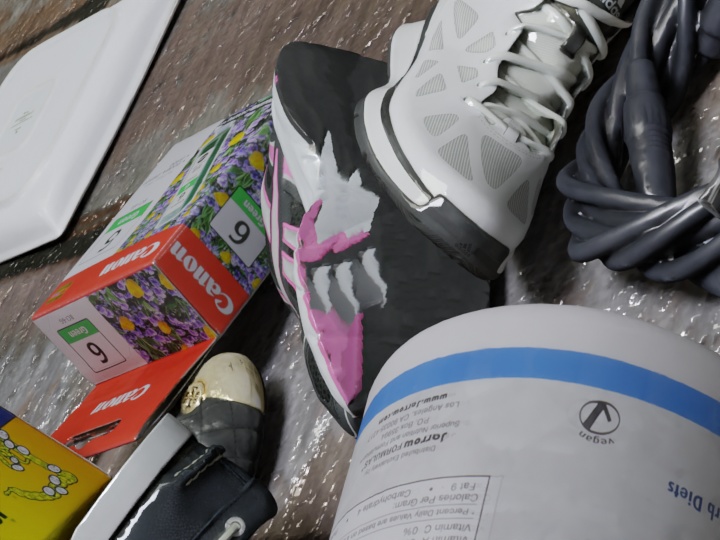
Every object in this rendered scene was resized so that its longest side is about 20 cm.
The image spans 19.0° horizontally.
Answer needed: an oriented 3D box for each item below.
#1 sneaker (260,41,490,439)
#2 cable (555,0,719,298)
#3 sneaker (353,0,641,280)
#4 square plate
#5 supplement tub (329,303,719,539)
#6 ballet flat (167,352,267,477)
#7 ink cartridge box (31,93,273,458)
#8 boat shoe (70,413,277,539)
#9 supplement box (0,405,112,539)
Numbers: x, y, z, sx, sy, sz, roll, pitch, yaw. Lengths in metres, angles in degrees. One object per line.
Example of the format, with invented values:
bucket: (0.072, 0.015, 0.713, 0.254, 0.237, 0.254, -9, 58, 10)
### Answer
sneaker: (0.000, 0.000, 0.888, 0.201, 0.080, 0.087, -97, 17, -45)
cable: (0.146, -0.081, 0.761, 0.201, 0.051, 0.163, -62, 22, -8)
sneaker: (0.063, -0.084, 0.848, 0.115, 0.076, 0.201, -43, 20, 23)
square plate: (-0.206, -0.089, 1.379, 0.200, 0.028, 0.199, -17, 43, 52)
supplement tub: (0.044, 0.122, 0.575, 0.132, 0.132, 0.201, -27, 37, 43)
ballet flat: (-0.094, 0.117, 0.897, 0.066, 0.057, 0.201, -17, 43, 56)
ink cartridge box: (-0.093, 0.004, 0.996, 0.109, 0.050, 0.200, -22, 25, 48)
boat shoe: (-0.108, 0.151, 0.813, 0.200, 0.060, 0.076, -55, -2, 6)
supplement box: (-0.194, 0.125, 0.828, 0.109, 0.109, 0.200, -60, -4, 19)
